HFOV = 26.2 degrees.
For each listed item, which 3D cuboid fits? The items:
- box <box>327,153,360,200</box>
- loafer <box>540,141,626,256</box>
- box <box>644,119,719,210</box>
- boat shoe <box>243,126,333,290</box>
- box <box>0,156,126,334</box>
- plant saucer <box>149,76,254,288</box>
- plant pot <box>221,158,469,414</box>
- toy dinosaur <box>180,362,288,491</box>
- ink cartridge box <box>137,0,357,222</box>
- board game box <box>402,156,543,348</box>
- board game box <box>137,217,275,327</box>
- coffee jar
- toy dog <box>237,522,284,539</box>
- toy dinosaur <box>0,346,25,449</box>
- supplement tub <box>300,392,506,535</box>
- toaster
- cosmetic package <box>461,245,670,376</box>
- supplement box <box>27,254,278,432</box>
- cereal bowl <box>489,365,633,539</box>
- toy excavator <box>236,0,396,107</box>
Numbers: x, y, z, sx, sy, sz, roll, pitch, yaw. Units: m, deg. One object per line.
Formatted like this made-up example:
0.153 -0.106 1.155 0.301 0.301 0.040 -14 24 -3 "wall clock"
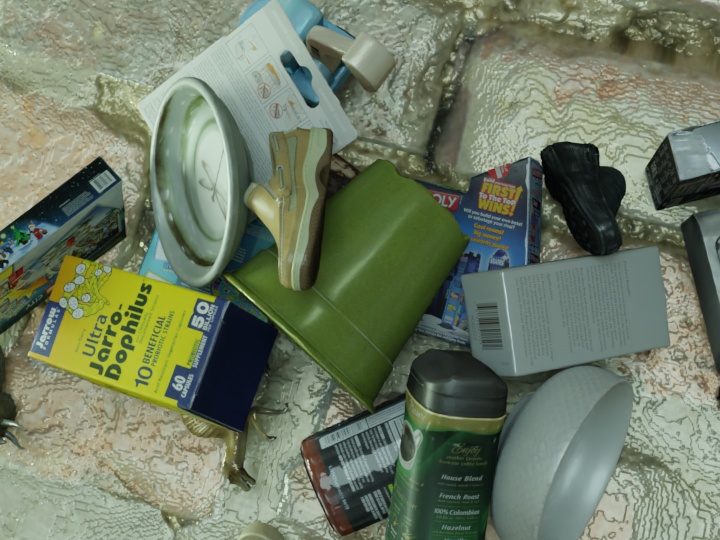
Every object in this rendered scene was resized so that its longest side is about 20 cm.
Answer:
-0.093 -0.122 1.614 0.200 0.049 0.082 38 41 12 "box"
0.230 -0.078 1.532 0.070 0.201 0.069 -15 118 1 "loafer"
0.367 -0.113 1.509 0.156 0.200 0.050 -14 83 3 "box"
-0.069 -0.057 1.406 0.075 0.072 0.201 6 39 -2 "boat shoe"
-0.326 -0.016 1.567 0.200 0.137 0.038 -40 77 -21 "box"
-0.145 -0.085 1.490 0.050 0.200 0.202 -5 76 -29 "plant saucer"
0.000 0.000 1.492 0.200 0.200 0.190 41 86 12 "plant pot"
-0.138 0.116 1.540 0.101 0.058 0.201 -28 78 0 "toy dinosaur"
-0.106 -0.151 1.538 0.199 0.050 0.162 -33 87 26 "ink cartridge box"
0.105 -0.027 1.576 0.199 0.062 0.202 16 89 20 "board game box"
-0.158 0.025 1.613 0.150 0.047 0.201 20 81 9 "board game box"
0.079 0.177 1.426 0.085 0.104 0.202 4 104 -15 "coffee jar"
-0.044 0.315 1.515 0.199 0.097 0.132 10 37 36 "toy dog"
-0.411 0.107 1.620 0.101 0.077 0.201 -7 66 -14 "toy dinosaur"
0.048 0.177 1.531 0.199 0.107 0.108 -23 77 0 "supplement tub"
0.422 0.015 1.519 0.179 0.119 0.202 -12 78 4 "toaster"
0.200 0.039 1.501 0.199 0.071 0.102 -7 91 -32 "cosmetic package"
-0.200 0.070 1.501 0.199 0.109 0.110 14 79 28 "supplement box"
0.180 0.178 1.476 0.083 0.200 0.201 23 81 26 "cereal bowl"
-0.048 -0.224 1.574 0.194 0.200 0.100 36 85 12 "toy excavator"
